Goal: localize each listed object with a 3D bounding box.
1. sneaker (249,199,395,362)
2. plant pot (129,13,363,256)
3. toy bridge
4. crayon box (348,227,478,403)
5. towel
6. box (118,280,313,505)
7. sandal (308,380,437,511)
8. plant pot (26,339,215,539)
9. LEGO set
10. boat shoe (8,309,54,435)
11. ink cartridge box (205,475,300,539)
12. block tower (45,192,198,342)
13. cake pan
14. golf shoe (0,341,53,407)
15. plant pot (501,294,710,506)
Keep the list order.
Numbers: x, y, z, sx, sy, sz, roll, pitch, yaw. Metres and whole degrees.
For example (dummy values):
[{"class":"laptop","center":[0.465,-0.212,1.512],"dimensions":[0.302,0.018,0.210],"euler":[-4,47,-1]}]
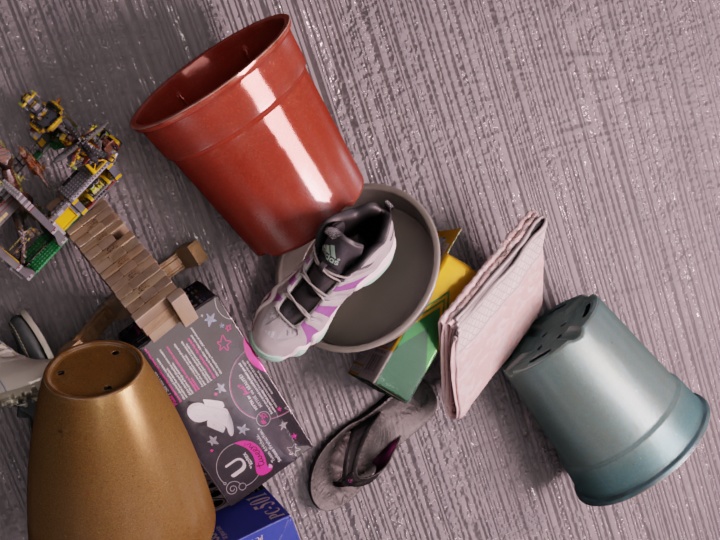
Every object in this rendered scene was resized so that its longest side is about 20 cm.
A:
[{"class":"sneaker","center":[-0.039,-0.001,1.085],"dimensions":[0.078,0.140,0.200],"euler":[39,71,11]},{"class":"plant pot","center":[-0.107,-0.133,1.137],"dimensions":[0.201,0.201,0.196],"euler":[-40,114,-13]},{"class":"toy bridge","center":[-0.252,0.038,1.148],"dimensions":[0.200,0.067,0.027],"euler":[-45,110,-34]},{"class":"crayon box","center":[0.069,0.051,1.242],"dimensions":[0.051,0.126,0.201],"euler":[31,83,-11]},{"class":"towel","center":[0.159,0.054,1.248],"dimensions":[0.200,0.032,0.192],"euler":[-48,151,-27]},{"class":"box","center":[-0.162,0.130,1.162],"dimensions":[0.114,0.132,0.201],"euler":[-33,105,-11]},{"class":"sandal","center":[0.015,0.207,1.279],"dimensions":[0.200,0.048,0.075],"euler":[-44,108,-13]},{"class":"plant pot","center":[-0.239,0.174,1.024],"dimensions":[0.185,0.186,0.201],"euler":[-12,123,-19]},{"class":"LEGO set","center":[-0.341,-0.098,1.055],"dimensions":[0.200,0.116,0.154],"euler":[-41,63,-7]},{"class":"boat shoe","center":[-0.341,0.141,1.127],"dimensions":[0.061,0.073,0.201],"euler":[-21,107,-22]},{"class":"ink cartridge box","center":[-0.139,0.268,1.145],"dimensions":[0.094,0.200,0.044],"euler":[-22,104,-17]},{"class":"block tower","center":[-0.249,-0.013,1.093],"dimensions":[0.058,0.054,0.200],"euler":[-40,63,-12]},{"class":"cake pan","center":[0.000,0.000,1.199],"dimensions":[0.201,0.200,0.037],"euler":[-59,150,-7]},{"class":"golf shoe","center":[-0.380,0.094,1.071],"dimensions":[0.199,0.078,0.098],"euler":[-9,85,13]},{"class":"plant pot","center":[0.289,0.148,1.311],"dimensions":[0.200,0.200,0.196],"euler":[-42,100,-13]}]
